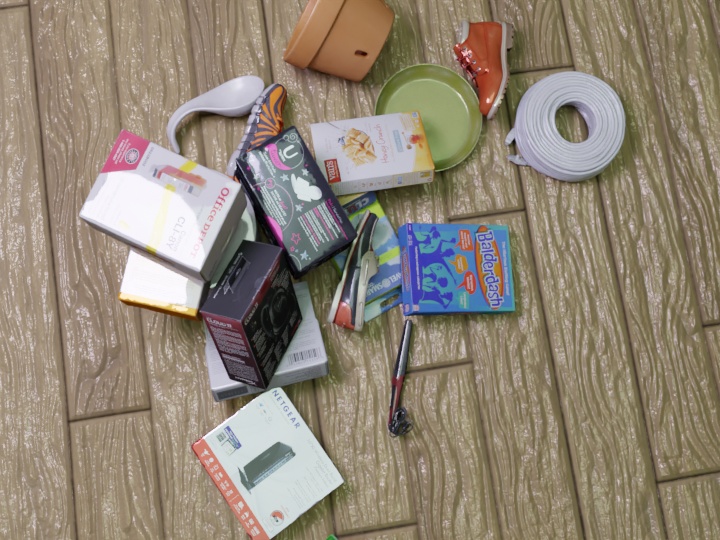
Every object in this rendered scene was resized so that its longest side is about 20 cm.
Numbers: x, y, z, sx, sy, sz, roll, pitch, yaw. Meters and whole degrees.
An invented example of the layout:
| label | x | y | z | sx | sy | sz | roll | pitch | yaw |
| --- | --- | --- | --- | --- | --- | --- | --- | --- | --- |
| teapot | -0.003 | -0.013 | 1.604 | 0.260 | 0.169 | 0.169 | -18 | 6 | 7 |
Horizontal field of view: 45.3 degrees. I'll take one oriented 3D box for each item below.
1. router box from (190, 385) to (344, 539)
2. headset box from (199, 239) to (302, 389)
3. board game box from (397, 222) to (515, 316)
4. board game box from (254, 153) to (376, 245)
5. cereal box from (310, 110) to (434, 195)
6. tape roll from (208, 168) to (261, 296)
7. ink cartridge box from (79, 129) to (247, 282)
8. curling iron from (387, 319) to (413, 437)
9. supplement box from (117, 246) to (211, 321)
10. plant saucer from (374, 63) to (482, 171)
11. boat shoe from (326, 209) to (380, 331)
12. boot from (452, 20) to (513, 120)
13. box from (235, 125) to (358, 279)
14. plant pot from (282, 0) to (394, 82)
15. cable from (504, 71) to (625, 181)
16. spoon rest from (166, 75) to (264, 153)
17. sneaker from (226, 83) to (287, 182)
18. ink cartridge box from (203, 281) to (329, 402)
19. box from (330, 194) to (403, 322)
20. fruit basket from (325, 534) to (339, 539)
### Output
| label | x | y | z | sx | sy | sz | roll | pitch | yaw |
| --- | --- | --- | --- | --- | --- | --- | --- | --- | --- |
| router box | -0.153 | 0.320 | 1.435 | 0.178 | 0.049 | 0.201 | -36 | 84 | -8 |
| headset box | -0.167 | 0.064 | 1.350 | 0.076 | 0.202 | 0.150 | 11 | 53 | 20 |
| board game box | 0.166 | -0.001 | 1.485 | 0.196 | 0.045 | 0.155 | 0 | 80 | -21 |
| board game box | -0.090 | -0.130 | 1.497 | 0.198 | 0.035 | 0.136 | -27 | 57 | -7 |
| cereal box | 0.018 | -0.202 | 1.481 | 0.196 | 0.040 | 0.146 | -8 | 54 | -5 |
| tape roll | -0.268 | -0.055 | 1.449 | 0.199 | 0.139 | 0.207 | 0 | 80 | -2 |
| ink cartridge box | -0.284 | -0.094 | 1.266 | 0.197 | 0.083 | 0.147 | 24 | 80 | 3 |
| curling iron | 0.075 | 0.185 | 1.480 | 0.049 | 0.025 | 0.204 | -3 | 73 | 34 |
| supplement box | -0.286 | -0.035 | 1.336 | 0.124 | 0.074 | 0.204 | 13 | 80 | 0 |
| plant saucer | 0.121 | -0.273 | 1.562 | 0.196 | 0.031 | 0.204 | 1 | 80 | -4 |
| boat shoe | 0.000 | 0.000 | 1.441 | 0.062 | 0.071 | 0.203 | 17 | 84 | -3 |
| boot | 0.215 | -0.363 | 1.553 | 0.105 | 0.075 | 0.203 | 10 | 65 | -7 |
| box | -0.103 | -0.105 | 1.378 | 0.114 | 0.132 | 0.202 | -29 | 89 | -10 |
| plant pot | -0.032 | -0.424 | 1.510 | 0.139 | 0.200 | 0.203 | 27 | 79 | -15 |
| cable | 0.377 | -0.262 | 1.555 | 0.197 | 0.069 | 0.203 | 23 | 80 | 1 |
| spoon rest | -0.257 | -0.286 | 1.521 | 0.198 | 0.061 | 0.100 | -34 | 45 | -6 |
| sneaker | -0.145 | -0.223 | 1.502 | 0.110 | 0.078 | 0.203 | 19 | 79 | 15 |
| ink cartridge box | -0.165 | 0.118 | 1.465 | 0.196 | 0.044 | 0.175 | -13 | 50 | -5 |
| box | 0.011 | -0.027 | 1.506 | 0.121 | 0.048 | 0.202 | -27 | 82 | -7 |
| fruit basket | -0.088 | 0.517 | 1.365 | 0.212 | 0.155 | 0.220 | 0 | 89 | -19 |
